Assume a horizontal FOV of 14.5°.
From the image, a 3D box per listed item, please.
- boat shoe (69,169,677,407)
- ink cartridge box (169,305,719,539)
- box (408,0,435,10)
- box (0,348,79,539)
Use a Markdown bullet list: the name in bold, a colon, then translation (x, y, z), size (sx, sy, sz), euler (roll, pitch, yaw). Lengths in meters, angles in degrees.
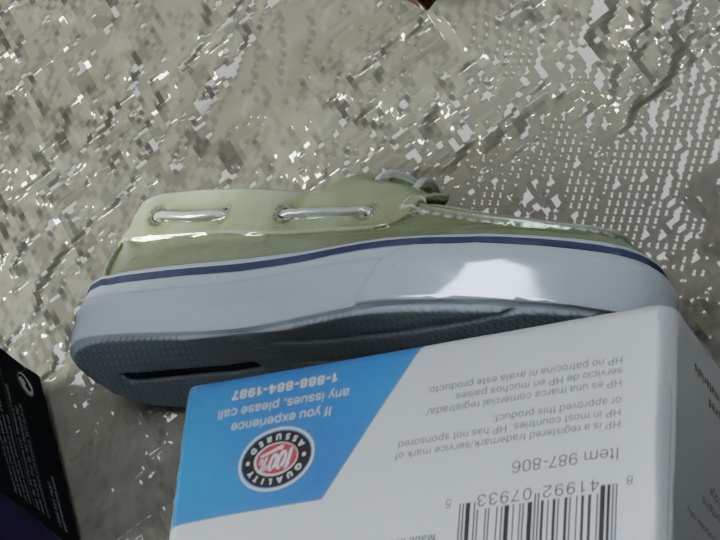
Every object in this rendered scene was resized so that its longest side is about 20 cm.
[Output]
- **boat shoe**: translation (0.000, 0.000, 0.826), size (0.200, 0.072, 0.062), euler (-3, 62, 31)
- **ink cartridge box**: translation (0.025, 0.124, 0.725), size (0.145, 0.084, 0.200), euler (-10, 56, 25)
- **box**: translation (-0.023, -0.179, 0.952), size (0.100, 0.075, 0.200), euler (-50, 48, -6)
- **box**: translation (-0.208, 0.075, 0.852), size (0.200, 0.141, 0.079), euler (-28, 51, 12)
